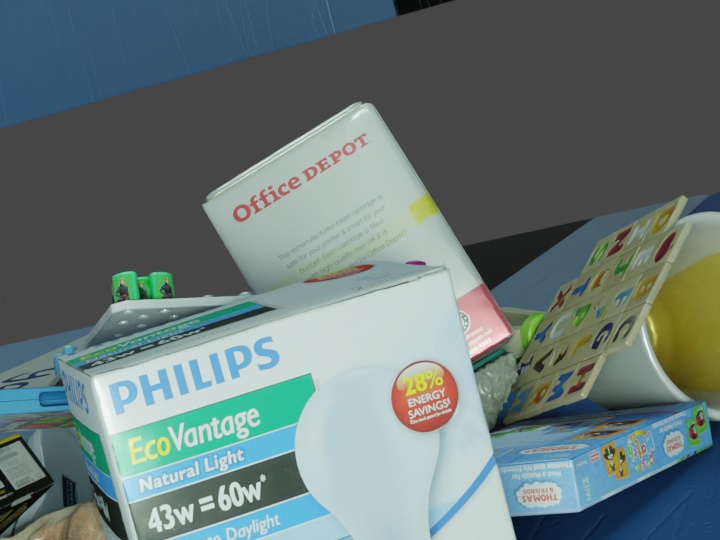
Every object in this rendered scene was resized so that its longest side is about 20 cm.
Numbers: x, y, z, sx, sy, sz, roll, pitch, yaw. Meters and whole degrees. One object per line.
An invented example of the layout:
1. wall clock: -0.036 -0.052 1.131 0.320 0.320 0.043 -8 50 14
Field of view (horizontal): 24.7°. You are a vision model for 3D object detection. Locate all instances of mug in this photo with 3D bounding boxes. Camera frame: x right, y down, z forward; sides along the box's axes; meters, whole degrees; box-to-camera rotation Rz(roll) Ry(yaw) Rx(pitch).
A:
1. mug: 0.240 0.054 1.232 0.153 0.186 0.150 -22 40 62

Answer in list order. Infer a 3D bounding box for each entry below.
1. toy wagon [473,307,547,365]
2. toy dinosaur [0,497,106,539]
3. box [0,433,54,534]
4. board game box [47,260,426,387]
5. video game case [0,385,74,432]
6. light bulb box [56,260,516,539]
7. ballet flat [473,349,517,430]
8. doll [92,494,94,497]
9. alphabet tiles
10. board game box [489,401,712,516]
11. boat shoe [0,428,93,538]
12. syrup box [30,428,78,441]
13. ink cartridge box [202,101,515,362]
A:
1. toy wagon: 0.055 0.059 1.307 0.200 0.040 0.155 -12 9 -30
2. toy dinosaur: -0.142 0.187 1.009 0.200 0.136 0.086 19 -11 22
3. box: -0.311 0.199 1.063 0.200 0.049 0.160 -43 -6 19
4. board game box: -0.080 0.037 1.027 0.200 0.026 0.200 -2 -17 -23
5. video game case: -0.194 0.089 1.051 0.200 0.018 0.143 0 -10 -38
6. light bulb box: -0.036 0.116 0.872 0.198 0.200 0.125 -17 7 -18
7. ballet flat: 0.045 0.128 1.175 0.200 0.072 0.072 -28 12 -29
8. doll: -0.147 0.178 1.299 0.136 0.049 0.200 -19 -3 31
9. alphabet tiles: 0.164 0.030 1.159 0.167 0.006 0.200 -59 9 -21
10. board game box: 0.122 0.126 1.080 0.151 0.037 0.200 -10 -1 36
11. boat shoe: -0.228 0.192 1.162 0.065 0.074 0.200 -40 24 15
12. syrup box: -0.190 0.122 1.313 0.079 0.081 0.200 -11 -31 -53
13. ink cartridge box: 0.000 0.000 1.194 0.145 0.200 0.083 -31 -6 2
